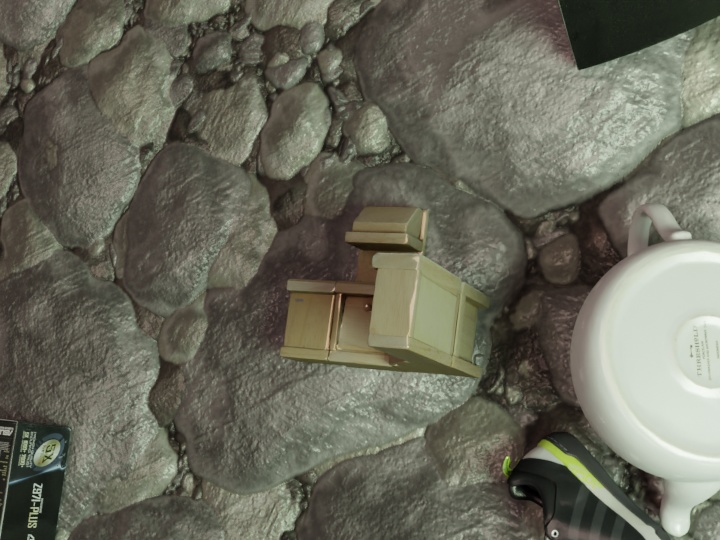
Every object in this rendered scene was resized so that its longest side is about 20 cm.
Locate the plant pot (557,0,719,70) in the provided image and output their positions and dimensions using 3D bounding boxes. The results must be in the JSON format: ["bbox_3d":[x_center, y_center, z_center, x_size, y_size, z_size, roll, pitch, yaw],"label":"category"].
[{"bbox_3d":[0.255,-0.313,0.912,0.177,0.200,0.200,-6,75,16],"label":"plant pot"}]

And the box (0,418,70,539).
[{"bbox_3d":[-0.449,0.253,1.238,0.200,0.086,0.164,-1,78,31],"label":"box"}]

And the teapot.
[{"bbox_3d":[0.250,0.073,0.844,0.197,0.146,0.200,40,78,6],"label":"teapot"}]

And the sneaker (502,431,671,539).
[{"bbox_3d":[0.191,0.222,0.870,0.083,0.072,0.200,-34,49,-9],"label":"sneaker"}]

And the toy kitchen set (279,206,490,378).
[{"bbox_3d":[0.000,0.000,0.980,0.200,0.180,0.163,2,78,27],"label":"toy kitchen set"}]
